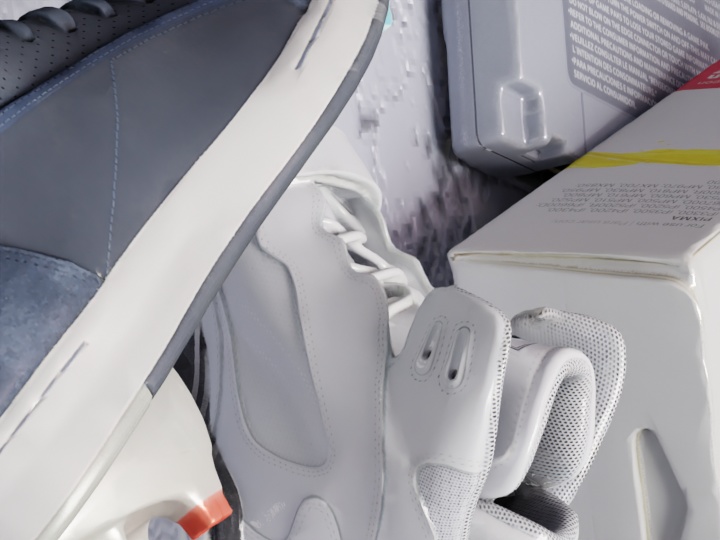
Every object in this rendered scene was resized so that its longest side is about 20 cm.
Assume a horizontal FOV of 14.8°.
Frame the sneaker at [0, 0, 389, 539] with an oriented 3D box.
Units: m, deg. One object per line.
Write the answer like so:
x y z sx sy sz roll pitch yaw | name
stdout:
-0.083 -0.045 0.545 0.146 0.077 0.203 37 41 -6 | sneaker

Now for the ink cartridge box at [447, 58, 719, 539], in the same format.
0.116 0.027 0.860 0.200 0.083 0.146 -34 120 -52 | ink cartridge box

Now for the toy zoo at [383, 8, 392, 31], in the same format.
-0.054 -0.139 0.676 0.200 0.020 0.131 56 33 -3 | toy zoo

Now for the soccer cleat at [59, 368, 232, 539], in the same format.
-0.104 0.054 0.550 0.078 0.069 0.200 54 35 6 | soccer cleat

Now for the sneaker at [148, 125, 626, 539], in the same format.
0.000 0.000 0.683 0.075 0.114 0.201 9 72 -58 | sneaker

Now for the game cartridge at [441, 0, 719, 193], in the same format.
0.085 -0.083 0.934 0.200 0.040 0.134 21 66 -55 | game cartridge
